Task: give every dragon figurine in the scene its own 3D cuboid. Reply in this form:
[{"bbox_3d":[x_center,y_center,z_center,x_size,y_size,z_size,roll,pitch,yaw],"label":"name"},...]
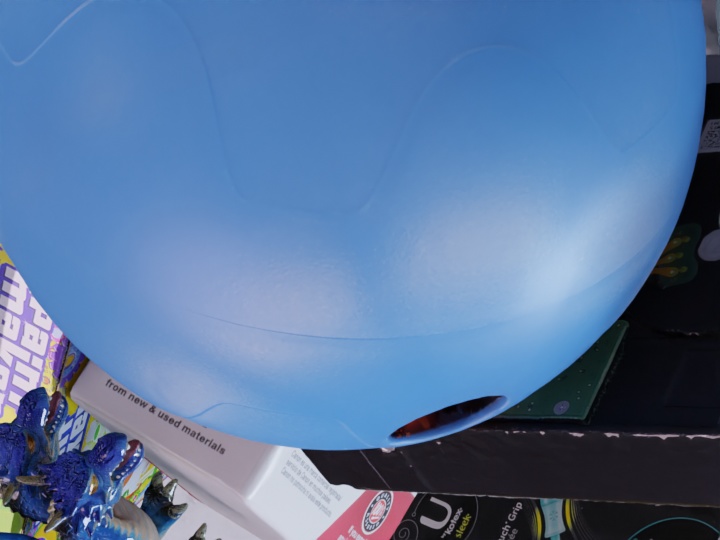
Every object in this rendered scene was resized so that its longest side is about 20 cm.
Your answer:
[{"bbox_3d":[-0.113,0.123,0.819,0.099,0.201,0.059,3,-144,-42],"label":"dragon figurine"}]

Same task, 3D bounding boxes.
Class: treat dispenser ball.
[{"bbox_3d":[-0.007,-0.053,0.626,0.200,0.202,0.201,28,169,6],"label":"treat dispenser ball"}]

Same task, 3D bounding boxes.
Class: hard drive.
[{"bbox_3d":[0.086,0.005,0.688,0.199,0.140,0.038,-2,137,38],"label":"hard drive"}]

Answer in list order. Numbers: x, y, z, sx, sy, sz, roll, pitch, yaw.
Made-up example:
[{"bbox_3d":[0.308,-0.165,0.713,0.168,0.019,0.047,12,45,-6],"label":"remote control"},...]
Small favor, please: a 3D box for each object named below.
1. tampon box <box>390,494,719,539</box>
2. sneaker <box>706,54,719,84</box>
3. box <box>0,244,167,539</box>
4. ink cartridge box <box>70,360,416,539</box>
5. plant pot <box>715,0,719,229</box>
[{"bbox_3d":[0.143,0.143,1.268,0.199,0.151,0.126,19,165,44],"label":"tampon box"},{"bbox_3d":[0.179,0.004,0.749,0.199,0.071,0.073,32,169,1],"label":"sneaker"},{"bbox_3d":[-0.113,-0.010,0.895,0.121,0.193,0.201,28,125,15],"label":"box"},{"bbox_3d":[0.000,0.000,0.863,0.083,0.201,0.144,28,169,24],"label":"ink cartridge box"},{"bbox_3d":[0.152,-0.040,0.464,0.199,0.135,0.200,28,168,6],"label":"plant pot"}]
